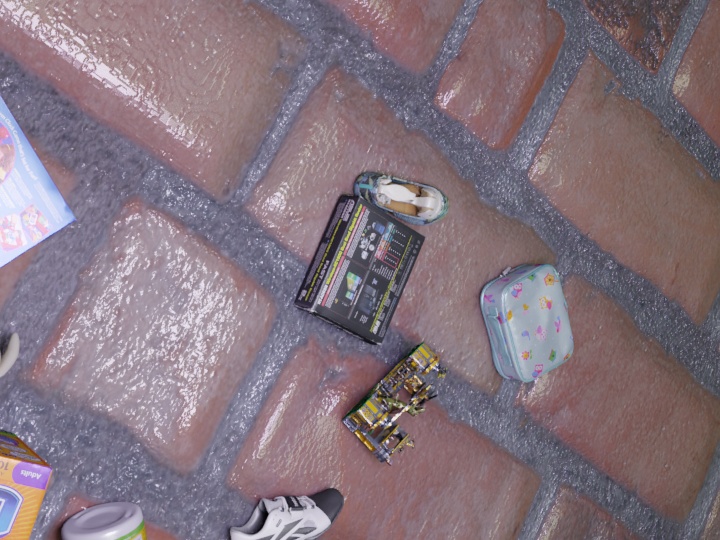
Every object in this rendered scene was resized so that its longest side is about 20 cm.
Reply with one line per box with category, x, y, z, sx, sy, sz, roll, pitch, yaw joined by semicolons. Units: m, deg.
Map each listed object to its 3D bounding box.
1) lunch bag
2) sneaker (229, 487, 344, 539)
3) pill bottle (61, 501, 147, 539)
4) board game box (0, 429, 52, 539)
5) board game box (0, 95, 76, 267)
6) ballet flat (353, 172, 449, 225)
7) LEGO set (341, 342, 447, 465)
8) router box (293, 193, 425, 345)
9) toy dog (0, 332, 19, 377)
lunch bag;0.298;0.092;1.740;0.159;0.077;0.202;-25;106;-28
sneaker;-0.113;0.382;1.490;0.199;0.074;0.089;-29;110;-29
pill bottle;-0.339;0.434;1.322;0.110;0.111;0.202;-14;101;-32
board game box;-0.517;0.286;1.140;0.199;0.199;0.202;23;81;-32
board game box;-0.477;-0.115;1.231;0.134;0.045;0.201;-37;112;-26
ballet flat;0.083;-0.116;1.588;0.198;0.074;0.075;7;89;-34
LEGO set;0.072;0.224;1.553;0.116;0.154;0.200;46;54;2
router box;0.000;0.000;1.542;0.149;0.062;0.202;29;79;-32
toy dog;-0.511;0.050;1.168;0.192;0.139;0.202;-7;96;-35
